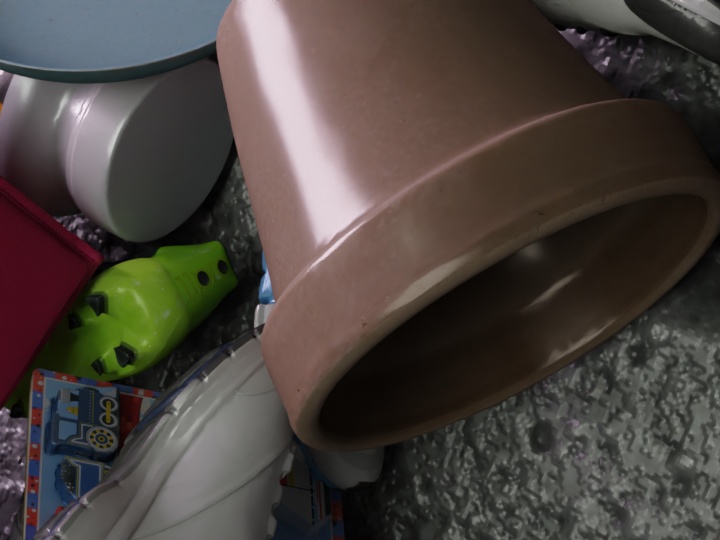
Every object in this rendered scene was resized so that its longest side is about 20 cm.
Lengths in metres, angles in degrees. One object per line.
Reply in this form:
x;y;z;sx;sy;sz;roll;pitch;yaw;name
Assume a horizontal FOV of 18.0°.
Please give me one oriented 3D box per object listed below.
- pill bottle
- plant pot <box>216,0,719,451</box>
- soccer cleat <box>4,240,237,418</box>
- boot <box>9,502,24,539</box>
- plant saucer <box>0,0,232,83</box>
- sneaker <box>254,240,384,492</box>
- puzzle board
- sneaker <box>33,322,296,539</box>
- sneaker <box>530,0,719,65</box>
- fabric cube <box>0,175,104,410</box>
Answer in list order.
-0.165;-0.097;1.117;0.199;0.116;0.117;28;105;29;pill bottle
0.025;-0.048;0.942;0.200;0.200;0.175;-40;68;26;plant pot
-0.133;0.028;1.133;0.199;0.081;0.068;-15;102;52;soccer cleat
-0.091;0.151;1.098;0.200;0.073;0.096;40;118;26;boot
-0.117;-0.151;1.067;0.199;0.200;0.028;29;146;28;plant saucer
0.000;0.000;1.042;0.086;0.075;0.202;-7;87;26;sneaker
-0.074;0.130;0.998;0.201;0.150;0.017;-95;23;-45;puzzle board
-0.068;0.099;0.963;0.087;0.200;0.074;43;151;-5;sneaker
0.097;-0.132;0.987;0.200;0.073;0.080;35;123;32;sneaker
-0.279;0.005;1.047;0.199;0.196;0.200;23;75;49;fabric cube
